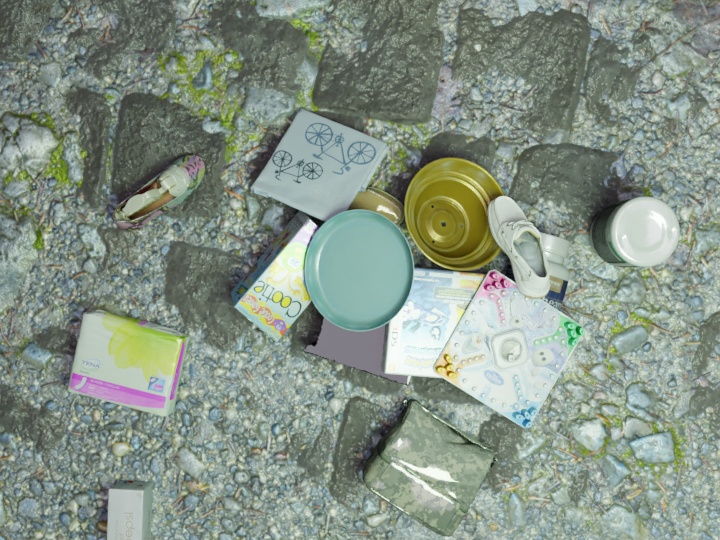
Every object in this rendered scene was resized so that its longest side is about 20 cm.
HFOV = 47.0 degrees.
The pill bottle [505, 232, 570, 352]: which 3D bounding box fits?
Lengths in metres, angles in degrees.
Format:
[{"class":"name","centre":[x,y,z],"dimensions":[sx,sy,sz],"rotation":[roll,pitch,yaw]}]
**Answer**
[{"class":"pill bottle","centre":[0.306,0.037,1.467],"dimensions":[0.109,0.111,0.203],"rotation":[15,91,2]}]

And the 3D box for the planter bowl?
[{"class":"planter bowl","centre":[0.160,-0.091,1.476],"dimensions":[0.197,0.083,0.204],"rotation":[3,79,-14]}]

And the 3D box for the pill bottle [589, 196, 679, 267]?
[{"class":"pill bottle","centre":[0.459,-0.063,1.416],"dimensions":[0.111,0.200,0.115],"rotation":[0,90,2]}]

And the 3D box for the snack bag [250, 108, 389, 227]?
[{"class":"snack bag","centre":[-0.071,-0.182,1.476],"dimensions":[0.186,0.021,0.202],"rotation":[23,67,14]}]

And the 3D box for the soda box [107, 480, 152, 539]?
[{"class":"soda box","centre":[-0.425,0.496,1.524],"dimensions":[0.067,0.064,0.204],"rotation":[2,91,3]}]

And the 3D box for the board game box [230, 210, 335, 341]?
[{"class":"board game box","centre":[-0.127,0.007,1.479],"dimensions":[0.103,0.105,0.200],"rotation":[40,92,-18]}]

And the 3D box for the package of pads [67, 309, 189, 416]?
[{"class":"package of pads","centre":[-0.425,0.166,1.522],"dimensions":[0.197,0.068,0.157],"rotation":[13,91,2]}]

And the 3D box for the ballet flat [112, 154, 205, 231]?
[{"class":"ballet flat","centre":[-0.371,-0.141,1.518],"dimensions":[0.199,0.071,0.070],"rotation":[-36,88,2]}]

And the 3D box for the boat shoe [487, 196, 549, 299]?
[{"class":"boat shoe","centre":[0.274,-0.054,1.392],"dimensions":[0.070,0.070,0.202],"rotation":[-13,60,-13]}]

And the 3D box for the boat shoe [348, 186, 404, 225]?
[{"class":"boat shoe","centre":[-0.015,-0.125,1.499],"dimensions":[0.197,0.076,0.073],"rotation":[15,91,2]}]

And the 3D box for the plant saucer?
[{"class":"plant saucer","centre":[0.000,0.000,1.391],"dimensions":[0.197,0.027,0.204],"rotation":[0,90,22]}]

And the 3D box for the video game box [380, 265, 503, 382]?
[{"class":"video game box","centre":[0.140,0.091,1.418],"dimensions":[0.196,0.047,0.186],"rotation":[5,92,-7]}]

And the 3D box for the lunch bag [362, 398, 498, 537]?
[{"class":"lunch bag","centre":[0.123,0.343,1.462],"dimensions":[0.198,0.139,0.169],"rotation":[33,92,1]}]

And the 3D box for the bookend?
[{"class":"bookend","centre":[0.022,0.079,1.490],"dimensions":[0.197,0.092,0.202],"rotation":[16,89,4]}]

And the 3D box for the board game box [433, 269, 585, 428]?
[{"class":"board game box","centre":[0.254,0.134,1.397],"dimensions":[0.198,0.026,0.202],"rotation":[31,89,-7]}]
